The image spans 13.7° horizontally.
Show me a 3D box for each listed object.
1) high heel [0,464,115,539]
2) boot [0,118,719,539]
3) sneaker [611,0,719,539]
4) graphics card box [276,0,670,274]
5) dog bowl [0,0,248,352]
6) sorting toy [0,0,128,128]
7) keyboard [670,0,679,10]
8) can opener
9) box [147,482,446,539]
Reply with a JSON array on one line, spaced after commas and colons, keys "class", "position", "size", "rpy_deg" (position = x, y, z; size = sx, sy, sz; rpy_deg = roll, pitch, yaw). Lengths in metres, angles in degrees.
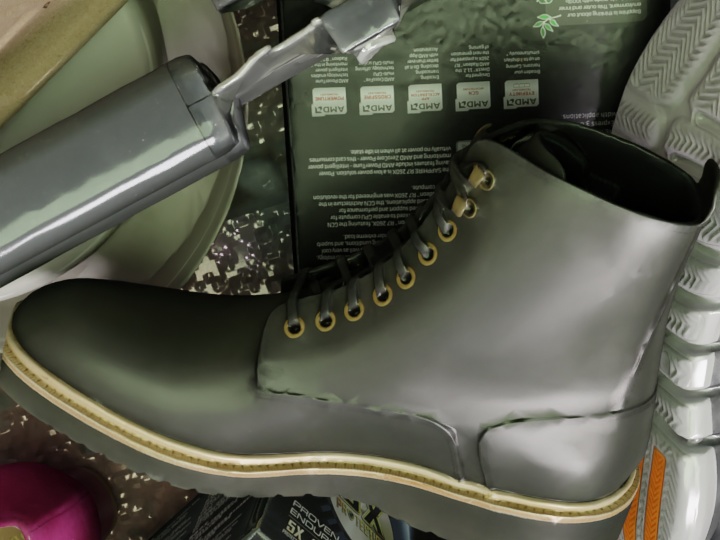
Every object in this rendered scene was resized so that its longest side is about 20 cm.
[{"class": "high heel", "position": [-0.169, 0.132, 0.990], "size": [0.200, 0.096, 0.067], "rpy_deg": [-44, 85, 7]}, {"class": "boot", "position": [0.000, 0.000, 0.898], "size": [0.200, 0.077, 0.138], "rpy_deg": [11, 125, -7]}, {"class": "sneaker", "position": [0.139, -0.004, 0.936], "size": [0.112, 0.078, 0.200], "rpy_deg": [-8, 122, -24]}, {"class": "graphics card box", "position": [0.038, -0.046, 0.963], "size": [0.125, 0.051, 0.200], "rpy_deg": [-3, 112, 3]}, {"class": "dog bowl", "position": [-0.134, -0.062, 0.961], "size": [0.200, 0.059, 0.200], "rpy_deg": [0, 106, 1]}, {"class": "sorting toy", "position": [-0.103, -0.089, 0.822], "size": [0.185, 0.200, 0.036], "rpy_deg": [-45, 84, 7]}, {"class": "keyboard", "position": [0.044, -0.130, 0.964], "size": [0.200, 0.011, 0.056], "rpy_deg": [19, 112, -5]}, {"class": "can opener", "position": [-0.062, -0.059, 0.901], "size": [0.200, 0.053, 0.067], "rpy_deg": [-28, 86, 3]}, {"class": "box", "position": [-0.029, 0.169, 0.993], "size": [0.164, 0.086, 0.200], "rpy_deg": [41, 118, -11]}]
